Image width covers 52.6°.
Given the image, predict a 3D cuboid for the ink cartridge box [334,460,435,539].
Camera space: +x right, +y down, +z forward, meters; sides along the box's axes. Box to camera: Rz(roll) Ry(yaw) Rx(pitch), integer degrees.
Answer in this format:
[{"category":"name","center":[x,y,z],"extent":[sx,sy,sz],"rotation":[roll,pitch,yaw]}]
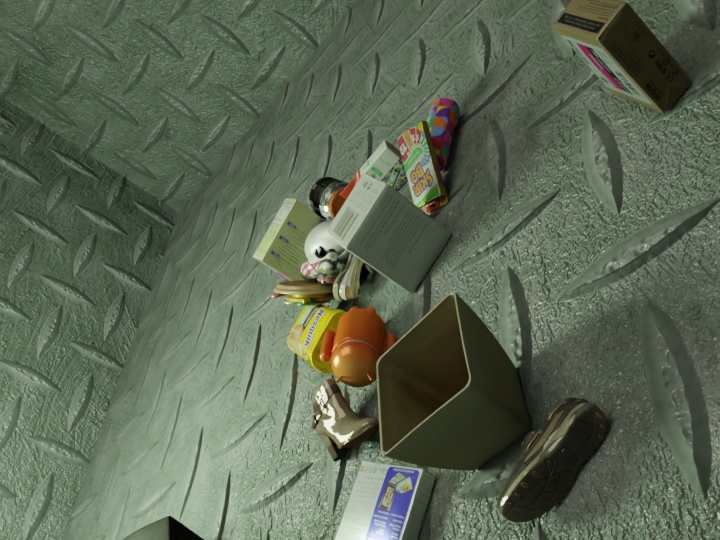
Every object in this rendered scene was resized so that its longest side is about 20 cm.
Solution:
[{"category":"ink cartridge box","center":[0.032,0.442,1.273],"extent":[0.196,0.043,0.204],"rotation":[-15,47,57]}]

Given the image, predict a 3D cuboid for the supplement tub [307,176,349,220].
[{"category":"supplement tub","center":[-0.073,-0.201,2.115],"extent":[0.124,0.121,0.200],"rotation":[-57,24,0]}]

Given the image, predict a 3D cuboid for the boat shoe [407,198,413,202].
[{"category":"boat shoe","center":[0.047,-0.127,1.820],"extent":[0.195,0.072,0.070],"rotation":[-10,63,19]}]

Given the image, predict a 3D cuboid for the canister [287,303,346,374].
[{"category":"canister","center":[-0.098,0.160,1.792],"extent":[0.151,0.086,0.199],"rotation":[-60,23,-8]}]

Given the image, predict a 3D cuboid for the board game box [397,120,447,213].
[{"category":"board game box","center":[0.147,-0.242,1.735],"extent":[0.095,0.029,0.206],"rotation":[-25,78,50]}]

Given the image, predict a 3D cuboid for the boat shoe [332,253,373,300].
[{"category":"boat shoe","center":[0.000,0.000,1.816],"extent":[0.067,0.076,0.202],"rotation":[5,46,24]}]

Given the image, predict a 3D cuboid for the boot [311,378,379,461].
[{"category":"boot","center":[-0.040,0.292,1.490],"extent":[0.200,0.069,0.149],"rotation":[-46,55,41]}]

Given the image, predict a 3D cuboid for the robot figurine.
[{"category":"robot figurine","center":[-0.004,0.165,1.559],"extent":[0.117,0.142,0.202],"rotation":[-51,17,34]}]

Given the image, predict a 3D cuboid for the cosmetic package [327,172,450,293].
[{"category":"cosmetic package","center":[0.061,-0.085,1.636],"extent":[0.167,0.198,0.165],"rotation":[-56,25,3]}]

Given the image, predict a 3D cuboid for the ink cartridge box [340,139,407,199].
[{"category":"ink cartridge box","center":[0.044,-0.237,1.950],"extent":[0.200,0.108,0.051],"rotation":[-47,26,23]}]

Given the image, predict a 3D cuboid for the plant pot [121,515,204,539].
[{"category":"plant pot","center":[-0.469,0.719,1.740],"extent":[0.177,0.200,0.200],"rotation":[-43,26,3]}]

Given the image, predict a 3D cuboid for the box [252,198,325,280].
[{"category":"box","center":[-0.184,-0.075,2.112],"extent":[0.203,0.174,0.096],"rotation":[-60,26,-6]}]

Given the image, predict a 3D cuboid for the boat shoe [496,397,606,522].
[{"category":"boat shoe","center":[0.264,0.265,1.026],"extent":[0.201,0.074,0.073],"rotation":[-48,15,1]}]

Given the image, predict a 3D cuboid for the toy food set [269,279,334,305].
[{"category":"toy food set","center":[-0.135,0.055,1.889],"extent":[0.197,0.194,0.050],"rotation":[5,98,51]}]

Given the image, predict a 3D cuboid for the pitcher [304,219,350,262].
[{"category":"pitcher","center":[-0.068,-0.067,1.944],"extent":[0.197,0.122,0.173],"rotation":[-23,26,40]}]

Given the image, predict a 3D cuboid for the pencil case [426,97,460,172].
[{"category":"pencil case","center":[0.193,-0.333,1.816],"extent":[0.088,0.087,0.204],"rotation":[-22,43,51]}]

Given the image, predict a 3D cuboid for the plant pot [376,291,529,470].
[{"category":"plant pot","center":[0.154,0.200,1.161],"extent":[0.200,0.175,0.202],"rotation":[-44,27,28]}]

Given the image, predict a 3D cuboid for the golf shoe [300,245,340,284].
[{"category":"golf shoe","center":[-0.100,-0.016,1.869],"extent":[0.199,0.071,0.095],"rotation":[6,96,63]}]

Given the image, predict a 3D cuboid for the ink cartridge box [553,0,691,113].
[{"category":"ink cartridge box","center":[0.445,-0.373,1.247],"extent":[0.076,0.198,0.165],"rotation":[-50,25,11]}]
